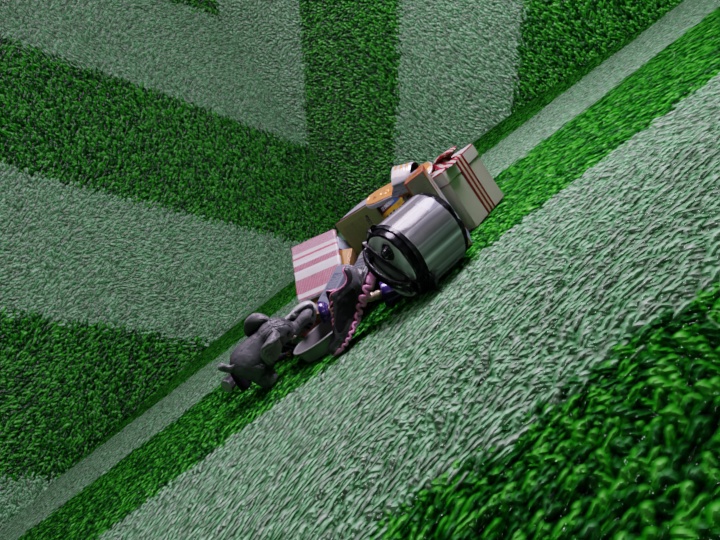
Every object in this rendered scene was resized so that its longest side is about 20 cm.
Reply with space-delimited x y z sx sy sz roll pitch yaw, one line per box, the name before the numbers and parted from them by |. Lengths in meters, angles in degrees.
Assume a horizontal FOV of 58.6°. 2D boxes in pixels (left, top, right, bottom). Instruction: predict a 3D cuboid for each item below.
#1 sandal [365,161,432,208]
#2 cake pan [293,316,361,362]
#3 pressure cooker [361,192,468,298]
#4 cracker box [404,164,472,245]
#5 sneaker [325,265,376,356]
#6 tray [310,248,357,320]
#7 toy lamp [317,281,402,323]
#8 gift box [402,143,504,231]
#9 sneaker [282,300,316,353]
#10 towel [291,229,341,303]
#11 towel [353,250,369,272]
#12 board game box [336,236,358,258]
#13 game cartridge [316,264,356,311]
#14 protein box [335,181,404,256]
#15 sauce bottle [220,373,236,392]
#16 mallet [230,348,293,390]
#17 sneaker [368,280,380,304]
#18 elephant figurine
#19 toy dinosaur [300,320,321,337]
sandal | 0.085 -0.220 1.602 0.204 0.059 0.080 -26 35 27
cake pan | -0.074 0.150 1.544 0.199 0.037 0.200 -37 8 6
pressure cooker | 0.106 -0.044 1.351 0.199 0.180 0.175 -39 11 -24
cracker box | 0.179 -0.141 1.484 0.057 0.201 0.134 -35 8 13
sneaker | -0.040 0.082 1.393 0.079 0.094 0.204 175 118 -83
tray | -0.076 0.036 1.752 0.097 0.037 0.203 -8 54 28
toy lamp | 0.002 0.069 1.458 0.196 0.059 0.058 -18 10 6
gift box | 0.228 -0.195 1.629 0.183 0.188 0.200 -28 11 46
sneaker | -0.172 0.135 1.692 0.201 0.074 0.082 -53 24 41
towel | -0.118 -0.012 1.777 0.142 0.023 0.203 -23 49 13
towel | 0.000 0.000 1.602 0.195 0.034 0.200 -58 10 -14
board game box | -0.062 -0.012 1.932 0.199 0.197 0.044 -32 53 36
game cartridge | -0.062 0.051 1.599 0.135 0.040 0.200 -59 9 -5
protein box | 0.074 -0.115 1.800 0.135 0.200 0.199 -43 11 -34
sauce bottle | -0.338 0.280 1.877 0.064 0.065 0.200 -30 11 37
mallet | -0.258 0.267 1.733 0.196 0.067 0.041 -20 14 16
sneaker | 0.043 0.009 1.659 0.200 0.076 0.077 -48 10 -30
elephant figurine | -0.227 0.168 1.565 0.202 0.140 0.155 -60 0 15
toy dinosaur | -0.109 0.107 1.785 0.198 0.105 0.183 -10 44 54
